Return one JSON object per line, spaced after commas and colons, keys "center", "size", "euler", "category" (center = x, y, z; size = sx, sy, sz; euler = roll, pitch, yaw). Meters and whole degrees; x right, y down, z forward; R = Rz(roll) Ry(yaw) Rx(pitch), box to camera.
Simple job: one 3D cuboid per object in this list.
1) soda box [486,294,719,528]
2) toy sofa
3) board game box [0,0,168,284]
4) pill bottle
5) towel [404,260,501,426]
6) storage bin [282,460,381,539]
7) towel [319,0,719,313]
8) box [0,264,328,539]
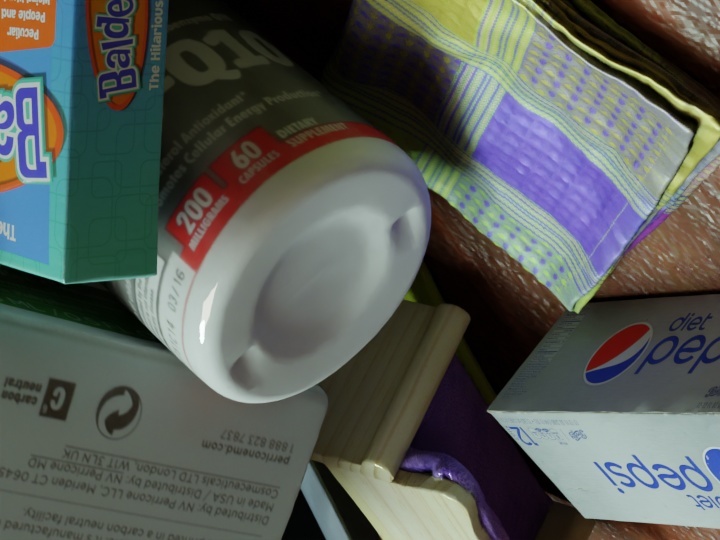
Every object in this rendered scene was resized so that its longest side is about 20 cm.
{"center": [0.137, 0.053, 0.927], "size": [0.068, 0.064, 0.200], "euler": [47, 157, -18], "category": "soda box"}
{"center": [0.049, 0.098, 1.109], "size": [0.097, 0.083, 0.200], "euler": [13, 154, 32], "category": "toy sofa"}
{"center": [-0.129, -0.107, 0.892], "size": [0.152, 0.045, 0.201], "euler": [14, 105, 46], "category": "board game box"}
{"center": [-0.076, -0.050, 0.960], "size": [0.200, 0.114, 0.114], "euler": [41, 163, 32], "category": "pill bottle"}
{"center": [0.000, 0.000, 1.105], "size": [0.086, 0.018, 0.200], "euler": [21, 153, 40], "category": "towel"}
{"center": [-0.058, 0.142, 1.236], "size": [0.201, 0.145, 0.134], "euler": [61, -167, 21], "category": "storage bin"}
{"center": [0.052, -0.057, 0.900], "size": [0.143, 0.023, 0.200], "euler": [37, 159, 2], "category": "towel"}
{"center": [-0.159, 0.095, 0.996], "size": [0.198, 0.201, 0.171], "euler": [15, -174, -41], "category": "box"}
